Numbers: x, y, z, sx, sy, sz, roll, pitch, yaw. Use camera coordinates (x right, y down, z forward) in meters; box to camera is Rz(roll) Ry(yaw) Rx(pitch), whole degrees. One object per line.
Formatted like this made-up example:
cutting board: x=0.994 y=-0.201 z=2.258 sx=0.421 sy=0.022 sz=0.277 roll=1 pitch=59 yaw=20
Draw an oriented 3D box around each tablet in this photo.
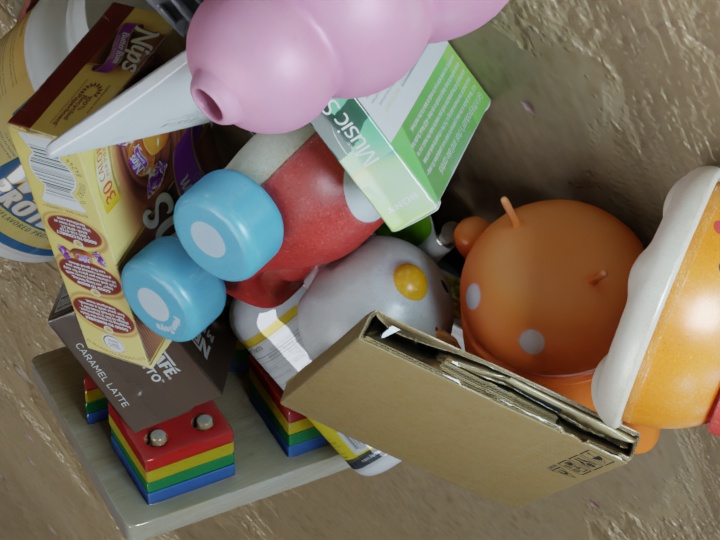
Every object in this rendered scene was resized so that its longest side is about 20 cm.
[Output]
tablet: x=-0.078 y=-0.107 z=1.272 sx=0.130 sy=0.200 sz=0.014 roll=-30 pitch=86 yaw=31

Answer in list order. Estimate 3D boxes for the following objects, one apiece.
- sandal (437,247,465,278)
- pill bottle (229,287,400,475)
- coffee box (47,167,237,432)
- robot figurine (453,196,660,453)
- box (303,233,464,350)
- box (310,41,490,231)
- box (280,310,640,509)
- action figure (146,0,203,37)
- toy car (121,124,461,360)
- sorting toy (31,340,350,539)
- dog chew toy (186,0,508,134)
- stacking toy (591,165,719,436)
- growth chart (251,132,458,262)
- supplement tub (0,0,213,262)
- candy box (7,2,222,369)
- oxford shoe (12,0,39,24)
sandal: x=0.082 y=0.063 z=1.503 sx=0.075 sy=0.045 sz=0.200 roll=20 pitch=141 yaw=51
pill bottle: x=-0.020 y=0.038 z=1.568 sx=0.200 sy=0.112 sz=0.112 roll=50 pitch=158 yaw=-7
coffee box: x=-0.141 y=0.003 z=1.603 sx=0.080 sy=0.200 sz=0.114 roll=-22 pitch=121 yaw=24
robot figurine: x=0.116 y=0.036 z=1.308 sx=0.117 sy=0.144 sz=0.200 roll=-4 pitch=145 yaw=5
box: x=0.025 y=0.013 z=1.437 sx=0.200 sy=0.039 sz=0.041 roll=27 pitch=141 yaw=6
box: x=-0.011 y=-0.134 z=1.225 sx=0.036 sy=0.144 sz=0.200 roll=-31 pitch=105 yaw=28
box: x=0.050 y=0.083 z=1.266 sx=0.163 sy=0.021 sz=0.200 roll=25 pitch=162 yaw=-7
action figure: x=-0.125 y=-0.207 z=1.278 sx=0.130 sy=0.069 sz=0.200 roll=64 pitch=179 yaw=-26
toy car: x=0.000 y=0.000 z=1.331 sx=0.200 sy=0.184 sz=0.177 roll=46 pitch=145 yaw=0
sorting toy: x=-0.121 y=0.084 z=1.669 sx=0.199 sy=0.200 sz=0.070 roll=52 pitch=151 yaw=42
dog chew toy: x=-0.006 y=-0.143 z=1.104 sx=0.125 sy=0.200 sz=0.125 roll=39 pitch=158 yaw=19
stacking toy: x=0.232 y=0.044 z=1.146 sx=0.200 sy=0.146 sz=0.146 roll=22 pitch=153 yaw=9
growth chart: x=-0.014 y=-0.072 z=1.467 sx=0.200 sy=0.018 sz=0.145 roll=49 pitch=153 yaw=10
supplement tub: x=-0.188 y=-0.108 z=1.503 sx=0.145 sy=0.145 sz=0.200 roll=49 pitch=132 yaw=-6
candy box: x=-0.140 y=-0.049 z=1.366 sx=0.056 sy=0.117 sz=0.200 roll=16 pitch=142 yaw=27
oxford shoe: x=-0.203 y=-0.222 z=1.513 sx=0.200 sy=0.070 sz=0.075 roll=-47 pitch=57 yaw=55
